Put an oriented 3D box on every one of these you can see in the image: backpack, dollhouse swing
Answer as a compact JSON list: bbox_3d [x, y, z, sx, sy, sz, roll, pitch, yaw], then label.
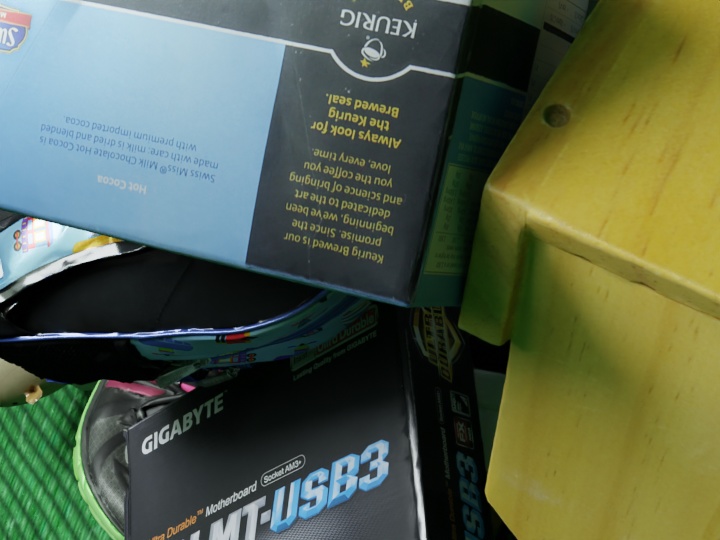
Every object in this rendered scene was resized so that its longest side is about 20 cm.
[{"bbox_3d":[-0.064,-0.040,0.858,0.200,0.135,0.183,-2,70,24],"label":"backpack"},{"bbox_3d":[0.154,0.020,0.681,0.200,0.176,0.182,25,66,18],"label":"dollhouse swing"}]

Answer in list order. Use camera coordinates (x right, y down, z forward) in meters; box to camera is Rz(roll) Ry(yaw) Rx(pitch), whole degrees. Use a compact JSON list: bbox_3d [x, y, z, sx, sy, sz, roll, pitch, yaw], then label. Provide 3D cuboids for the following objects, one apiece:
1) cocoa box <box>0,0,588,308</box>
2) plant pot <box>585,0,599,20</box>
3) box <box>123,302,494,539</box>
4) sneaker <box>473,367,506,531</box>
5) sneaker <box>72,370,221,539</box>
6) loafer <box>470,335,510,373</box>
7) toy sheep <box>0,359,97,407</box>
[{"bbox_3d":[-0.038,-0.069,0.701,0.200,0.133,0.131,13,94,20],"label":"cocoa box"},{"bbox_3d":[0.158,-0.163,0.750,0.196,0.200,0.196,-17,43,51],"label":"plant pot"},{"bbox_3d":[-0.027,0.128,0.872,0.200,0.050,0.199,-30,54,39],"label":"box"},{"bbox_3d":[0.002,0.092,0.944,0.200,0.073,0.085,-12,69,59],"label":"sneaker"},{"bbox_3d":[-0.106,0.067,1.120,0.084,0.077,0.200,-37,41,43],"label":"sneaker"},{"bbox_3d":[0.000,0.000,0.941,0.200,0.072,0.073,-2,41,25],"label":"loafer"},{"bbox_3d":[-0.177,-0.004,1.229,0.200,0.138,0.138,-57,31,-2],"label":"toy sheep"}]
